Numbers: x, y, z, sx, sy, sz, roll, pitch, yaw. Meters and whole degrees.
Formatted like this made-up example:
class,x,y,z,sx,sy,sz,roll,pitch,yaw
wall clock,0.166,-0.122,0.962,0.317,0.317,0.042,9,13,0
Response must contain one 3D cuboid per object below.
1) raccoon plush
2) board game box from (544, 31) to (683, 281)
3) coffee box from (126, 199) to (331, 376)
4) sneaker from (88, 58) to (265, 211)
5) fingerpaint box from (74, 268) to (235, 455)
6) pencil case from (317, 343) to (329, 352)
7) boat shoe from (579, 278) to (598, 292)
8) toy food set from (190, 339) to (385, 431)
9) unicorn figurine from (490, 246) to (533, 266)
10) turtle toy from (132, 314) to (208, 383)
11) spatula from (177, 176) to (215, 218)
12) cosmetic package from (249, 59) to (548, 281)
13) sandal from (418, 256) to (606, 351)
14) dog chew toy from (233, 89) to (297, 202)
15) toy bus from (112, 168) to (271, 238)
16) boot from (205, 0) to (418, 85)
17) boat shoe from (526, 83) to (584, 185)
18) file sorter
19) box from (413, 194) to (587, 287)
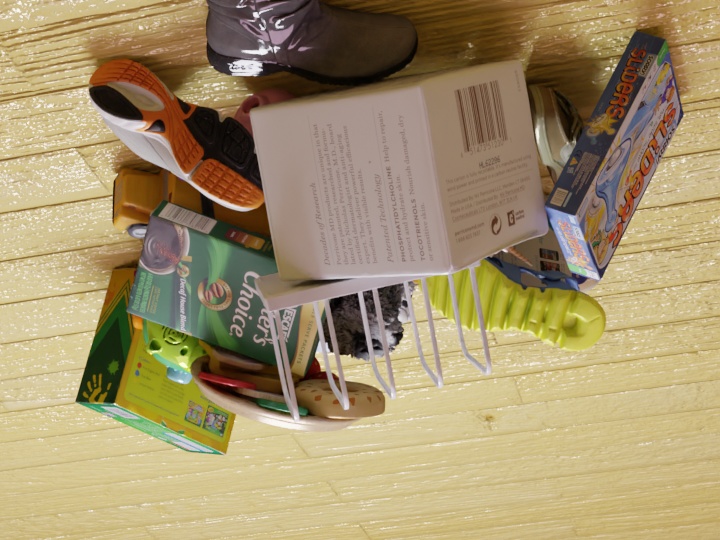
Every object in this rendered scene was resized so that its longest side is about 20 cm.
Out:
class,x,y,z,sx,sy,sz,roll,pitch,yaw
raccoon plush,0.000,0.000,1.740,0.097,0.134,0.200,-4,136,24
board game box,0.244,-0.107,1.531,0.034,0.200,0.135,20,162,27
coffee box,-0.129,0.018,1.638,0.200,0.044,0.123,21,118,3
sneaker,-0.170,-0.122,1.544,0.200,0.076,0.092,38,164,7
fingerpaint box,-0.227,0.110,1.914,0.073,0.167,0.200,0,159,38
pencil case,-0.084,0.038,1.772,0.091,0.083,0.200,16,178,30
boat shoe,0.181,-0.012,1.820,0.199,0.074,0.069,3,157,-7
toy food set,-0.084,0.117,1.689,0.198,0.049,0.200,9,-166,-24
unicorn figurine,0.122,-0.103,1.580,0.074,0.138,0.200,-9,154,2
turtle toy,-0.177,0.054,1.835,0.200,0.146,0.101,-31,177,-46
spatula,-0.156,-0.062,1.649,0.056,0.021,0.200,-9,119,-6
cosmetic package,0.037,-0.090,1.466,0.200,0.167,0.167,-3,-168,40
sandal,0.152,0.023,1.654,0.200,0.087,0.080,20,111,-2
dog chew toy,-0.058,-0.105,1.596,0.124,0.125,0.200,-15,140,23
toy bus,-0.160,-0.064,1.711,0.200,0.065,0.078,13,148,-27
boot,-0.044,-0.229,1.418,0.199,0.070,0.132,-4,147,-5
boat shoe,0.209,-0.133,1.607,0.063,0.073,0.201,-17,152,12
file sorter,0.014,0.053,1.529,0.200,0.125,0.139,-13,-171,-6
box,0.150,-0.032,1.734,0.200,0.119,0.041,11,151,-22
